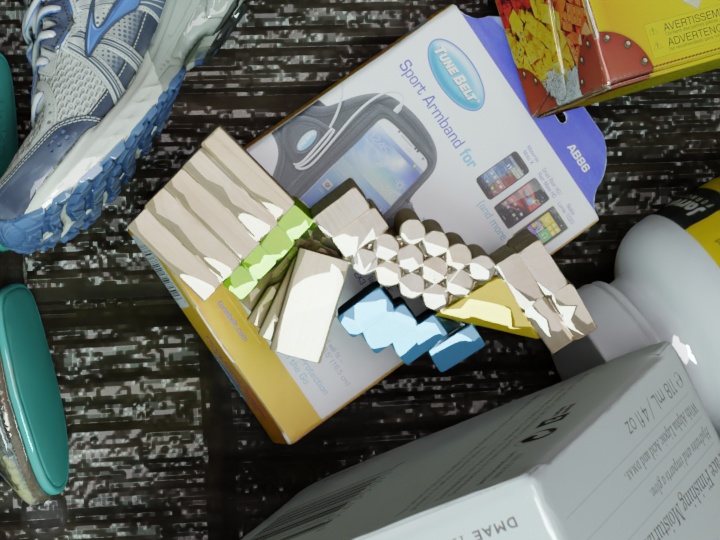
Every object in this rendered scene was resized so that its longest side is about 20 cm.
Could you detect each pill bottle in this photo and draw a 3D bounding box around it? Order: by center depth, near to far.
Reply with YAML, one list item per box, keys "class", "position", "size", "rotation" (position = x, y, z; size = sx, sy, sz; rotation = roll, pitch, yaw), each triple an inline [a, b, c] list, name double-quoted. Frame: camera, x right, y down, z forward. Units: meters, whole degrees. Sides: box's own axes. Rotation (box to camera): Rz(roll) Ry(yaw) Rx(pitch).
- class: "pill bottle"
  position: [0.188, 0.006, 1.250]
  size: [0.200, 0.112, 0.112]
  rotation: [-29, 94, -13]

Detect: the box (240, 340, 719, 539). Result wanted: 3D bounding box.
- class: "box"
  position: [0.044, 0.142, 1.130]
  size: [0.200, 0.199, 0.131]
  rotation: [-24, 94, 25]

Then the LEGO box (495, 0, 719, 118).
- class: "LEGO box"
  position: [0.155, -0.167, 1.250]
  size: [0.200, 0.077, 0.149]
  rotation: [-16, 89, -22]

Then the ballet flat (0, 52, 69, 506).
- class: "ballet flat"
  position: [-0.172, 0.004, 1.199]
  size: [0.072, 0.072, 0.200]
  rotation: [-9, 90, -13]

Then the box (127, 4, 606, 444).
- class: "box"
  position: [0.011, -0.027, 1.249]
  size: [0.200, 0.041, 0.119]
  rotation: [-35, 96, -14]

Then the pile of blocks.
- class: "pile of blocks"
  position: [0.000, 0.000, 1.199]
  size: [0.200, 0.062, 0.082]
  rotation: [19, 96, -4]

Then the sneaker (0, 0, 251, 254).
- class: "sneaker"
  position: [-0.115, -0.092, 1.197]
  size: [0.085, 0.077, 0.200]
  rotation: [32, 58, 0]
